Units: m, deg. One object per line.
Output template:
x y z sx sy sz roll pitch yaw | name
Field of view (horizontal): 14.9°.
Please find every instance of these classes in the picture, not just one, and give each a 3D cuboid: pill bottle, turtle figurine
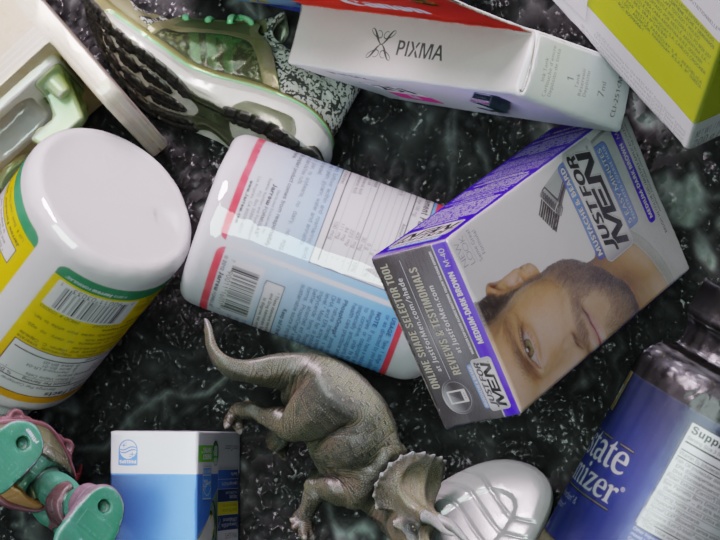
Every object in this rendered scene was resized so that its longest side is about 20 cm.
0.191 0.113 1.611 0.111 0.112 0.201 29 93 14 | pill bottle
-0.215 0.134 1.666 0.149 0.200 0.101 22 76 -19 | turtle figurine
-0.196 0.014 1.682 0.113 0.113 0.200 51 130 12 | pill bottle
0.000 0.000 1.657 0.199 0.109 0.109 21 91 -1 | pill bottle

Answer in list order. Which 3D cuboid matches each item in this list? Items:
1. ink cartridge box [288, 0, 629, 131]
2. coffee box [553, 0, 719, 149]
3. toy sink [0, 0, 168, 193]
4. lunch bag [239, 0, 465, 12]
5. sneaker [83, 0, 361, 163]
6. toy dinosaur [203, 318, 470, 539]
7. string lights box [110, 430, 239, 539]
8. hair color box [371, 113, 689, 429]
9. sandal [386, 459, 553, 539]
0.029 -0.129 1.592 0.199 0.173 0.044 12 89 46 | ink cartridge box
0.217 -0.229 1.526 0.199 0.198 0.200 -26 62 -24 | coffee box
-0.233 -0.125 1.709 0.112 0.130 0.200 -42 74 0 | toy sink
-0.043 -0.203 1.660 0.199 0.151 0.095 -2 86 8 | lunch bag
-0.084 -0.131 1.731 0.199 0.077 0.089 31 63 15 | sneaker
-0.015 0.096 1.661 0.102 0.077 0.201 -32 93 28 | toy dinosaur
-0.114 0.199 1.686 0.059 0.103 0.201 -1 87 12 | string lights box
0.102 -0.004 1.583 0.065 0.200 0.110 -14 106 43 | hair color box
0.042 0.199 1.675 0.082 0.050 0.203 36 80 33 | sandal
